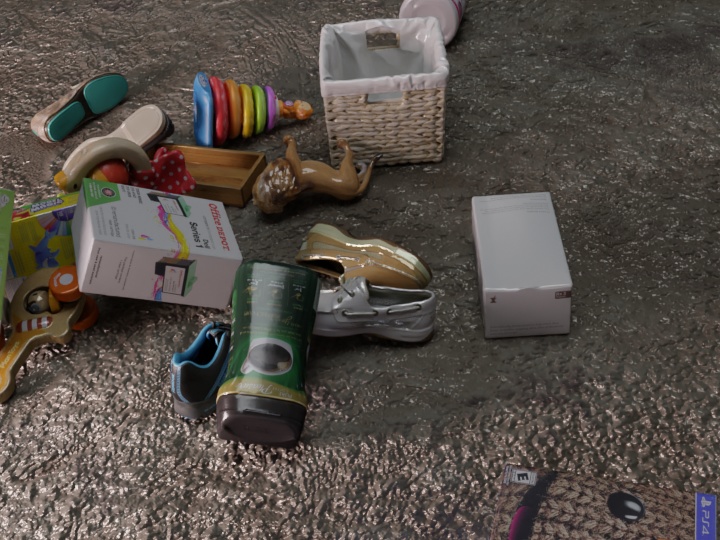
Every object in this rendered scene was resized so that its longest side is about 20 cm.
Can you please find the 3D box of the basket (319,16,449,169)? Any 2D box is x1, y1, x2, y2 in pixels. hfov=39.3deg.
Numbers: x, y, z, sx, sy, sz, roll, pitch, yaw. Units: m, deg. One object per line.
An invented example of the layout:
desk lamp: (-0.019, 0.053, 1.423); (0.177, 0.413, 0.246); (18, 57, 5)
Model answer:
basket: (0.038, -0.278, 1.578); (0.194, 0.163, 0.202); (-4, 37, 2)

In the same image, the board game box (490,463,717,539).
board game box: (0.215, 0.280, 0.911); (0.196, 0.098, 0.161); (6, 40, 14)

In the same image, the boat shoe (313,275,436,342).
boat shoe: (-0.003, 0.038, 1.237); (0.196, 0.070, 0.071); (4, 32, -7)

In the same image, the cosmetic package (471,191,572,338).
cosmetic package: (0.202, -0.011, 1.290); (0.110, 0.082, 0.202); (-2, 40, 5)

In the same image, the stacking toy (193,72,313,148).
stacking toy: (-0.172, -0.262, 1.649); (0.196, 0.112, 0.117); (-4, 34, -16)

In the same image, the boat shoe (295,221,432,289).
boat shoe: (0.000, 0.000, 1.324); (0.197, 0.072, 0.077); (16, 57, 36)

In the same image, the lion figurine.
lion figurine: (-0.061, -0.136, 1.489); (0.195, 0.073, 0.124); (-2, 46, -2)

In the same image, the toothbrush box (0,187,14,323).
toothbrush box: (-0.506, 0.000, 1.239); (0.144, 0.205, 0.085); (-3, -8, 42)

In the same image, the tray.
tray: (-0.253, -0.150, 1.557); (0.196, 0.038, 0.099); (7, 41, 17)

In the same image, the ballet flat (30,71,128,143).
ballet flat: (-0.489, -0.289, 1.739); (0.066, 0.069, 0.200); (14, 40, 34)

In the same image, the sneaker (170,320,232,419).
sneaker: (-0.146, 0.092, 1.205); (0.072, 0.083, 0.200); (19, 43, 32)

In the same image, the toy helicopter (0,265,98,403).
toy helicopter: (-0.429, 0.077, 1.271); (0.130, 0.080, 0.202); (14, 55, 13)

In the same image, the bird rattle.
bird rattle: (-0.341, -0.118, 1.426); (0.198, 0.164, 0.114); (-30, 55, 1)

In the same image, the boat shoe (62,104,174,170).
boat shoe: (-0.375, -0.182, 1.574); (0.198, 0.063, 0.074); (-32, 73, 11)

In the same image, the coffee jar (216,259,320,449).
coffee jar: (-0.104, 0.096, 1.137); (0.102, 0.086, 0.204); (9, 64, -7)

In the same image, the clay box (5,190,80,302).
clay box: (-0.413, -0.036, 1.370); (0.196, 0.117, 0.048); (-17, 30, -16)

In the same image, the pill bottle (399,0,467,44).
pill bottle: (0.144, -0.509, 1.889); (0.111, 0.115, 0.202); (5, 40, 13)

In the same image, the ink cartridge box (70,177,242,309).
ink cartridge box: (-0.266, -0.034, 1.313); (0.196, 0.085, 0.146); (8, 32, -27)
